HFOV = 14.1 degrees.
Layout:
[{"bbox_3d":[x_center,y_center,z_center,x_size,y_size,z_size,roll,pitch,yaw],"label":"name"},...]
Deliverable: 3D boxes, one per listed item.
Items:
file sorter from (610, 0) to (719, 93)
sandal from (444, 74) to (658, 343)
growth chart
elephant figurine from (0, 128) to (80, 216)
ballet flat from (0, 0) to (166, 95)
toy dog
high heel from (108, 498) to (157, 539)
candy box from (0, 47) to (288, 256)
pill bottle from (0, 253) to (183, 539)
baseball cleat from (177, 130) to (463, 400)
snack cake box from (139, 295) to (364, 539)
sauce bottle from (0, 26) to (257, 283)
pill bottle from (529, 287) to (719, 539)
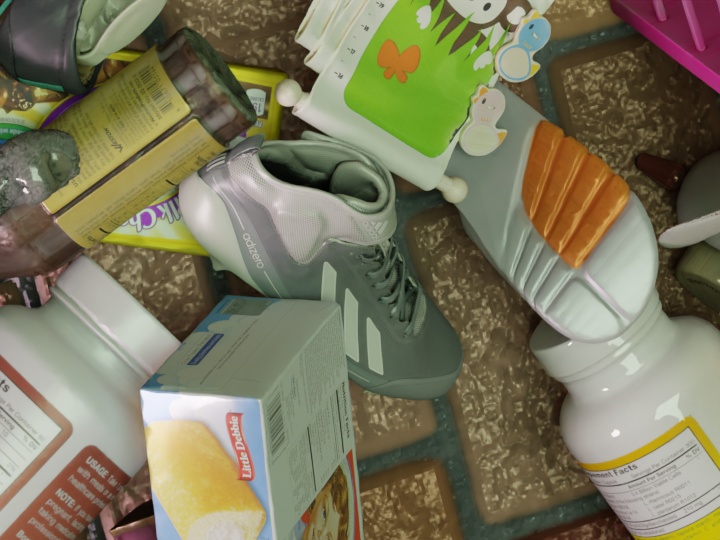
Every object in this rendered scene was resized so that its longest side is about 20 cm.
[{"bbox_3d":[0.216,-0.179,1.476,0.138,0.200,0.126,-25,121,-10],"label":"file sorter"},{"bbox_3d":[0.082,-0.048,1.532,0.079,0.059,0.207,-41,73,0],"label":"sandal"},{"bbox_3d":[0.042,-0.141,1.458,0.144,0.018,0.201,19,101,-30],"label":"growth chart"},{"bbox_3d":[-0.259,-0.026,1.416,0.155,0.141,0.200,38,84,-14],"label":"elephant figurine"},{"bbox_3d":[-0.107,-0.173,1.450,0.073,0.073,0.201,33,88,-16],"label":"ballet flat"},{"bbox_3d":[0.197,-0.052,1.525,0.096,0.200,0.132,28,59,3],"label":"toy dog"},{"bbox_3d":[-0.125,0.195,1.470,0.067,0.200,0.096,-21,101,28],"label":"high heel"},{"bbox_3d":[-0.141,-0.066,1.502,0.199,0.026,0.103,7,99,-15],"label":"candy box"},{"bbox_3d":[-0.178,0.092,1.467,0.200,0.112,0.112,-46,105,-5],"label":"pill bottle"},{"bbox_3d":[0.000,0.000,1.491,0.200,0.106,0.070,33,49,-32],"label":"baseball cleat"},{"bbox_3d":[-0.050,0.126,1.466,0.067,0.115,0.201,3,114,19],"label":"snack cake box"},{"bbox_3d":[-0.147,-0.042,1.451,0.199,0.065,0.065,-34,104,8],"label":"sauce bottle"},{"bbox_3d":[0.176,0.097,1.565,0.104,0.104,0.200,-38,104,-7],"label":"pill bottle"}]
